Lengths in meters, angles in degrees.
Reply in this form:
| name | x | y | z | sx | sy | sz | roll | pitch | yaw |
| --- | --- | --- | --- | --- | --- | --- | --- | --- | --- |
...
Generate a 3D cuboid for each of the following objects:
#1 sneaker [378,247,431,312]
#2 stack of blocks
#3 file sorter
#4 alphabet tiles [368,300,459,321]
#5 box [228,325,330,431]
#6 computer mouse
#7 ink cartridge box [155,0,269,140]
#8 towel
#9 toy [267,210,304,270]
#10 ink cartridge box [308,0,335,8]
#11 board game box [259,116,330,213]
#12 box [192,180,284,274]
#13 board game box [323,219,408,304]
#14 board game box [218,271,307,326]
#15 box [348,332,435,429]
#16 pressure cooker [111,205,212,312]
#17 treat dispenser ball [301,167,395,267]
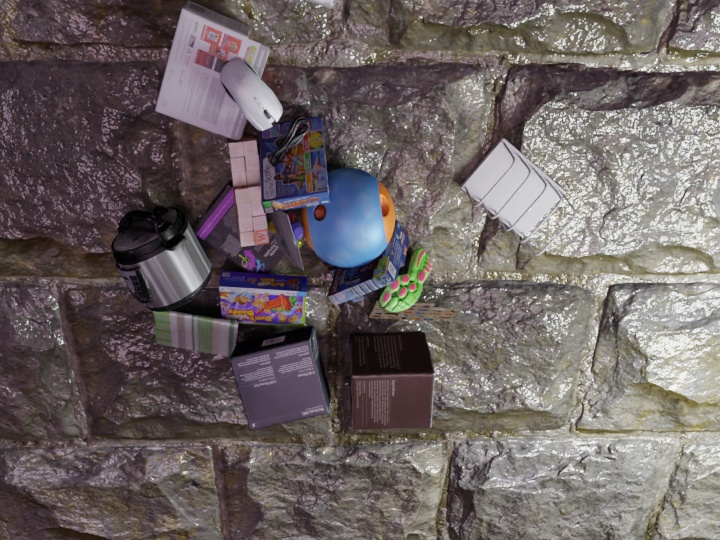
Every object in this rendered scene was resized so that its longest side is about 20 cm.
| name | x | y | z | sx | sy | sz | roll | pitch | yaw |
| --- | --- | --- | --- | --- | --- | --- | --- | --- | --- |
| sneaker | 0.093 | 0.030 | 1.489 | 0.083 | 0.200 | 0.077 | -28 | 103 | 43 |
| stack of blocks | -0.231 | -0.164 | 1.373 | 0.057 | 0.115 | 0.205 | -7 | 107 | -12 |
| file sorter | 0.338 | -0.153 | 1.431 | 0.198 | 0.125 | 0.139 | 34 | 112 | -19 |
| alphabet tiles | 0.124 | 0.095 | 1.560 | 0.194 | 0.008 | 0.168 | 3 | 164 | -5 |
| box | -0.184 | 0.250 | 1.571 | 0.195 | 0.104 | 0.187 | -12 | 103 | 3 |
| computer mouse | -0.187 | -0.303 | 1.262 | 0.109 | 0.044 | 0.201 | -42 | 113 | 0 |
| ink cartridge box | -0.282 | -0.380 | 1.295 | 0.172 | 0.084 | 0.203 | 19 | 117 | -15 |
| towel | -0.388 | 0.142 | 1.589 | 0.195 | 0.031 | 0.151 | 11 | 141 | -7 |
| toy | -0.146 | -0.083 | 1.377 | 0.046 | 0.199 | 0.118 | -23 | 112 | -18 |
| ink cartridge box | -0.121 | -0.576 | 1.194 | 0.195 | 0.083 | 0.148 | 15 | 117 | -11 |
| board game box | -0.133 | -0.213 | 1.333 | 0.132 | 0.204 | 0.035 | -8 | 147 | 2 |
| box | -0.253 | -0.083 | 1.491 | 0.199 | 0.036 | 0.143 | 38 | 110 | -20 |
| board game box | 0.000 | 0.000 | 1.484 | 0.197 | 0.202 | 0.062 | -23 | 119 | 26 |
| board game box | -0.222 | 0.068 | 1.546 | 0.194 | 0.046 | 0.136 | 3 | 140 | -4 |
| box | 0.071 | 0.267 | 1.627 | 0.194 | 0.167 | 0.168 | -1 | 119 | -2 |
| pressure cooker | -0.429 | -0.039 | 1.427 | 0.172 | 0.180 | 0.203 | -20 | 122 | 3 |
| treat dispenser ball | -0.026 | -0.108 | 1.392 | 0.195 | 0.202 | 0.205 | -1 | 120 | -2 |
